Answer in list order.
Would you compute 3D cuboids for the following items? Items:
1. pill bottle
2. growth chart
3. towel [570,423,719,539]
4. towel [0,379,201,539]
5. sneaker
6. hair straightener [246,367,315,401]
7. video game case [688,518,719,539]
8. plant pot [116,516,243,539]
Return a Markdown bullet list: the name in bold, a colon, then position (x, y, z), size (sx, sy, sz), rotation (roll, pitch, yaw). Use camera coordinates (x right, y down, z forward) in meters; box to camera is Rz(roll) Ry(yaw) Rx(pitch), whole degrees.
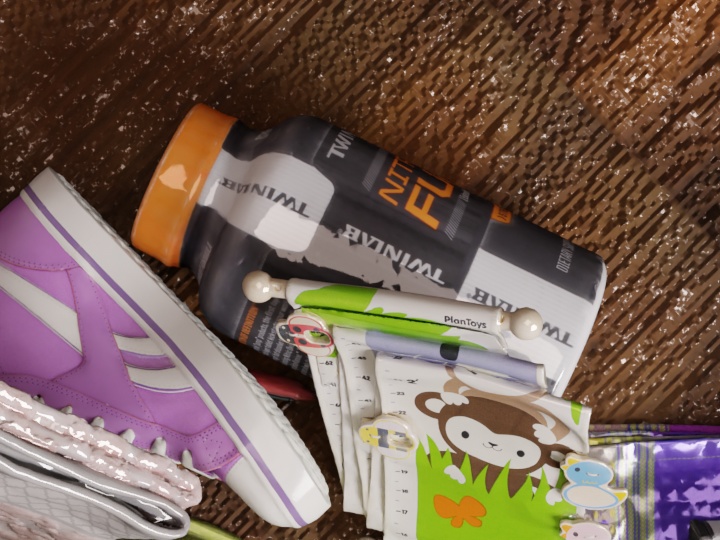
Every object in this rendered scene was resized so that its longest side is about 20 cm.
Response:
- **pill bottle**: position (0.000, 0.000, 0.797), size (0.198, 0.106, 0.107), rotation (26, 89, 0)
- **growth chart**: position (0.040, 0.077, 0.763), size (0.143, 0.201, 0.018), rotation (4, 45, 23)
- **towel**: position (0.150, 0.144, 0.838), size (0.198, 0.023, 0.145), rotation (0, 88, -1)
- **towel**: position (-0.189, 0.071, 0.718), size (0.199, 0.190, 0.033), rotation (30, 62, -30)
- **sneaker**: position (-0.108, 0.062, 0.777), size (0.114, 0.073, 0.200), rotation (-45, 68, -5)
- **hair straightener**: position (-0.124, 0.066, 0.827), size (0.198, 0.041, 0.078), rotation (14, 89, 0)
- **video game case**: position (0.237, 0.210, 0.818), size (0.179, 0.026, 0.202), rotation (-1, 102, -1)
- **plant pot**: position (-0.104, 0.211, 0.754), size (0.198, 0.184, 0.203), rotation (0, 88, 0)
